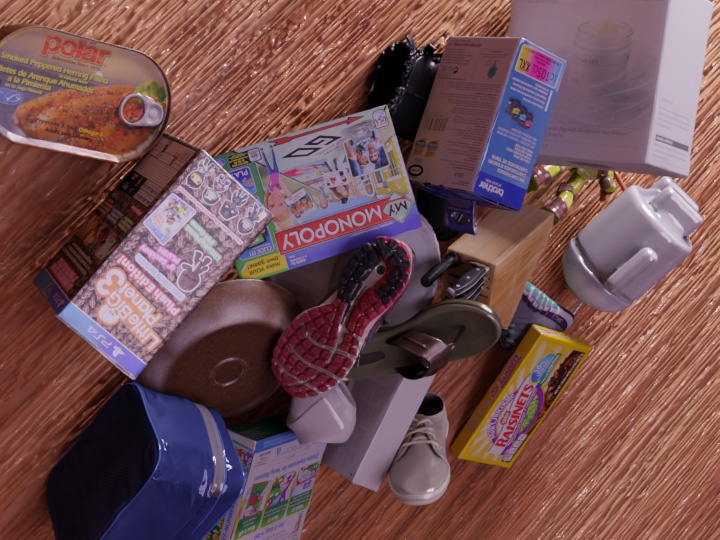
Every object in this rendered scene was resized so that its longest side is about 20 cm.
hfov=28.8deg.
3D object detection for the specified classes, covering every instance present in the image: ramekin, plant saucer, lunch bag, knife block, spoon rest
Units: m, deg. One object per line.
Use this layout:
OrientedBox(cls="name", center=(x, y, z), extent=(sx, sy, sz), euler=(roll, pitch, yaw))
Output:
OrientedBox(cls="ramekin", center=(0.000, 0.000, 1.557), extent=(0.202, 0.094, 0.204), euler=(-14, 114, -33))
OrientedBox(cls="plant saucer", center=(-0.144, 0.097, 1.471), extent=(0.199, 0.037, 0.201), euler=(-18, 138, -17))
OrientedBox(cls="lunch bag", center=(-0.218, 0.227, 1.425), extent=(0.132, 0.136, 0.200), euler=(24, 118, -39))
OrientedBox(cls="knife block", center=(0.137, -0.009, 1.574), extent=(0.201, 0.064, 0.176), euler=(-64, 155, -9))
OrientedBox(cls="spoon rest", center=(-0.045, 0.152, 1.532), extent=(0.060, 0.200, 0.100), euler=(-33, 91, 4))

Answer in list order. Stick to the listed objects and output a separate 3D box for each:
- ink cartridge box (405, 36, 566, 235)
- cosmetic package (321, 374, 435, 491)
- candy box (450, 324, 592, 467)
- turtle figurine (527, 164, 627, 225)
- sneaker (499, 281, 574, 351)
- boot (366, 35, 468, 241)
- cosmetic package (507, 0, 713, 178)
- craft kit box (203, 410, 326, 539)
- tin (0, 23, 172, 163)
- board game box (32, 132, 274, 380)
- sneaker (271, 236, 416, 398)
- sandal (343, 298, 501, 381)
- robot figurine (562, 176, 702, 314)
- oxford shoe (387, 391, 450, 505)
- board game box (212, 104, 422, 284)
OrientedBox(cls="ink cartridge box", center=(0.125, -0.142, 1.488), extent=(0.076, 0.136, 0.201), euler=(21, 88, -31))
OrientedBox(cls="cosmetic package", center=(0.027, 0.149, 1.641), extent=(0.051, 0.082, 0.201), euler=(28, 89, -40))
OrientedBox(cls="candy box", center=(0.204, 0.163, 1.783), extent=(0.102, 0.026, 0.201), euler=(17, 113, -38))
OrientedBox(cls="turtle figurine", center=(0.280, -0.127, 1.745), extent=(0.161, 0.064, 0.201), euler=(-41, 126, -19))
OrientedBox(cls="sneaker", center=(0.188, 0.054, 1.738), extent=(0.200, 0.074, 0.088), euler=(32, 91, -41))
OrientedBox(cls="boot", center=(0.071, -0.149, 1.572), extent=(0.162, 0.073, 0.199), euler=(22, 85, -43))
OrientedBox(cls="cosmetic package", center=(0.272, -0.218, 1.585), extent=(0.123, 0.199, 0.201), euler=(8, 90, -53))
OrientedBox(cls="craft kit box", center=(-0.110, 0.259, 1.545), extent=(0.200, 0.048, 0.199), euler=(-3, 108, -67))
OrientedBox(cls="tin", center=(-0.272, -0.168, 1.325), extent=(0.199, 0.042, 0.113), euler=(10, 104, -40))
OrientedBox(cls="board game box", center=(-0.200, -0.019, 1.330), extent=(0.097, 0.159, 0.200), euler=(43, 85, -23))
OrientedBox(cls="sneaker", center=(-0.010, 0.053, 1.454), extent=(0.200, 0.081, 0.075), euler=(-47, 170, 10))
OrientedBox(cls="sandal", center=(0.057, 0.089, 1.491), extent=(0.200, 0.058, 0.080), euler=(-18, 128, 14))
OrientedBox(cls="robot figurine", center=(0.335, -0.026, 1.765), extent=(0.113, 0.170, 0.200), euler=(43, 111, -8))
OrientedBox(cls="oxford shoe", center=(0.069, 0.206, 1.644), extent=(0.075, 0.200, 0.058), euler=(-2, 116, 9))
OrientedBox(cls="board game box", center=(-0.049, -0.079, 1.453), extent=(0.199, 0.029, 0.135), euler=(-18, 93, -6))
